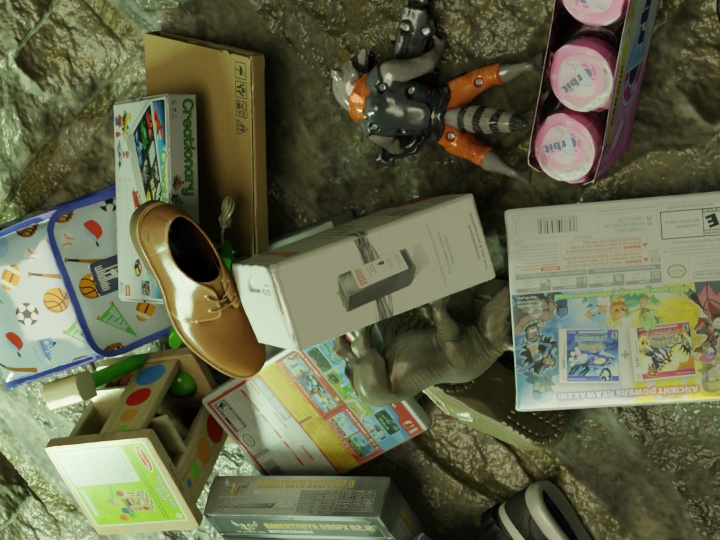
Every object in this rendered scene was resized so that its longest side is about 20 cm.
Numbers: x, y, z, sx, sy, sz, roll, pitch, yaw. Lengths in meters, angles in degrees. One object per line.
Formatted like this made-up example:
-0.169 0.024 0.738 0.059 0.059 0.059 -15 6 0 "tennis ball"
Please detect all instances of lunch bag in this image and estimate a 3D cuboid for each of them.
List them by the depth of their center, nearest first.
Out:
-0.297 0.012 1.655 0.200 0.124 0.170 -17 100 13 "lunch bag"

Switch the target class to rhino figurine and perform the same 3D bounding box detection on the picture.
0.075 0.065 1.465 0.200 0.060 0.088 -17 96 -2 "rhino figurine"

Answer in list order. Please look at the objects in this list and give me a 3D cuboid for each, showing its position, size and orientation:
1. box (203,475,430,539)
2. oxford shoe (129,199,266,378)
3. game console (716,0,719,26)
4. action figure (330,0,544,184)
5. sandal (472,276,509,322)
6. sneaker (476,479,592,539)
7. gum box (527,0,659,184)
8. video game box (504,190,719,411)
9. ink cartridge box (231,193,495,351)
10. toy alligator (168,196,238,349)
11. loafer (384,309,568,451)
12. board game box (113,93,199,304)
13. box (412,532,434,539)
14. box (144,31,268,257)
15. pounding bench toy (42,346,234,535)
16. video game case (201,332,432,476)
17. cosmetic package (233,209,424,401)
-0.037 0.269 1.618 0.200 0.048 0.158 -4 140 25 "box"
-0.141 0.025 1.477 0.071 0.071 0.200 11 139 55 "oxford shoe"
0.388 -0.145 1.295 0.116 0.176 0.200 -17 102 -1 "game console"
0.065 -0.173 1.437 0.193 0.105 0.200 8 113 12 "action figure"
0.197 0.057 1.487 0.200 0.055 0.082 20 109 33 "sandal"
0.190 0.312 1.568 0.112 0.073 0.200 -33 84 33 "sneaker"
0.202 -0.179 1.364 0.066 0.113 0.200 16 113 19 "gum box"
0.233 0.030 1.408 0.200 0.047 0.182 -4 81 15 "video game box"
0.000 0.000 1.441 0.200 0.146 0.085 -18 96 -17 "ink cartridge box"
-0.136 0.011 1.557 0.054 0.059 0.200 15 129 -16 "toy alligator"
0.105 0.113 1.524 0.200 0.076 0.067 38 156 15 "loafer"
-0.200 -0.069 1.553 0.126 0.035 0.200 3 94 57 "board game box"
0.080 0.376 1.556 0.200 0.104 0.182 34 142 -5 "box"
-0.153 -0.126 1.564 0.163 0.021 0.200 19 117 42 "box"
-0.229 0.141 1.622 0.124 0.156 0.200 -9 124 25 "pounding bench toy"
-0.046 0.140 1.578 0.200 0.017 0.143 -32 102 33 "video game case"
-0.040 0.057 1.589 0.151 0.052 0.200 -19 99 32 "cosmetic package"
